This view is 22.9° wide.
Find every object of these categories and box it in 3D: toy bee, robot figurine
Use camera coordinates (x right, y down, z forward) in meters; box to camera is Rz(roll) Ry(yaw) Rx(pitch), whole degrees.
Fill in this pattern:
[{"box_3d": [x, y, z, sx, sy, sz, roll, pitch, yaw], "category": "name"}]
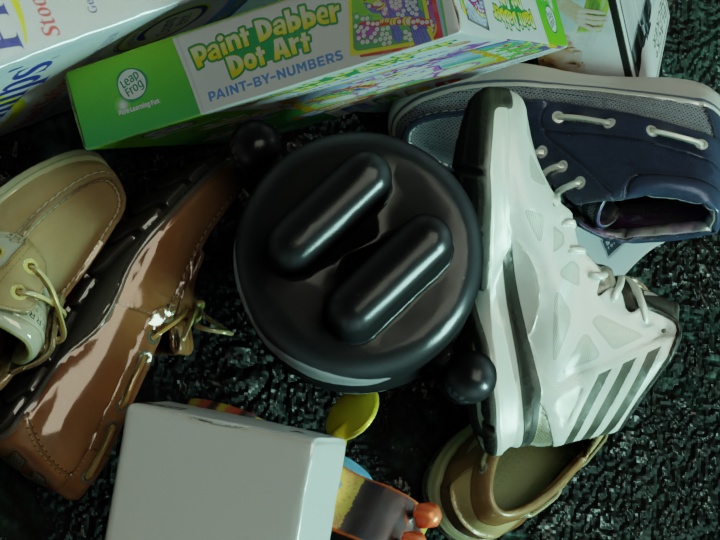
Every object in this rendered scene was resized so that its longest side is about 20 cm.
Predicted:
[{"box_3d": [-0.006, 0.124, 0.952, 0.200, 0.109, 0.131, 14, 71, -23], "category": "toy bee"}, {"box_3d": [0.000, -0.002, 0.902, 0.125, 0.200, 0.151, -5, 82, -1], "category": "robot figurine"}]

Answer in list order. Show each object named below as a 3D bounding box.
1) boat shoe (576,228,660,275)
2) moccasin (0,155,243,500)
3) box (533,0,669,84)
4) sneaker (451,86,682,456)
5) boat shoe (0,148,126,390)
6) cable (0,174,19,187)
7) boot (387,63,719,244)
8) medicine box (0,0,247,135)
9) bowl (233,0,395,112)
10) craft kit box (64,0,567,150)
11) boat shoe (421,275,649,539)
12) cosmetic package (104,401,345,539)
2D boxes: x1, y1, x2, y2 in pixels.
[{"box_3d": [0.154, -0.036, 1.090, 0.200, 0.066, 0.072, -42, 121, -24], "category": "boat shoe"}, {"box_3d": [-0.116, 0.027, 0.939, 0.078, 0.074, 0.202, 39, 62, -24], "category": "moccasin"}, {"box_3d": [0.131, -0.187, 1.035, 0.200, 0.060, 0.117, 70, 28, -43], "category": "box"}, {"box_3d": [0.113, -0.003, 0.974, 0.115, 0.076, 0.201, -5, 97, -9], "category": "sneaker"}, {"box_3d": [-0.182, 0.024, 0.887, 0.200, 0.066, 0.074, -49, 140, -16], "category": "boat shoe"}, {"box_3d": [-0.239, -0.013, 0.913, 0.200, 0.050, 0.097, -33, 96, -39], "category": "cable"}, {"box_3d": [0.110, -0.065, 1.015, 0.200, 0.073, 0.090, 0, 47, 12], "category": "boot"}, {"box_3d": [-0.168, -0.139, 0.886, 0.200, 0.182, 0.103, -26, 91, -28], "category": "medicine box"}, {"box_3d": [0.017, -0.202, 1.036, 0.201, 0.105, 0.201, 5, 77, -24], "category": "bowl"}, {"box_3d": [-0.015, -0.108, 0.901, 0.197, 0.200, 0.049, -7, 82, -68], "category": "craft kit box"}, {"box_3d": [0.120, 0.082, 1.041, 0.076, 0.074, 0.200, 45, 64, -11], "category": "boat shoe"}, {"box_3d": [-0.076, 0.171, 0.880, 0.102, 0.074, 0.200, 11, 88, 13], "category": "cosmetic package"}]
